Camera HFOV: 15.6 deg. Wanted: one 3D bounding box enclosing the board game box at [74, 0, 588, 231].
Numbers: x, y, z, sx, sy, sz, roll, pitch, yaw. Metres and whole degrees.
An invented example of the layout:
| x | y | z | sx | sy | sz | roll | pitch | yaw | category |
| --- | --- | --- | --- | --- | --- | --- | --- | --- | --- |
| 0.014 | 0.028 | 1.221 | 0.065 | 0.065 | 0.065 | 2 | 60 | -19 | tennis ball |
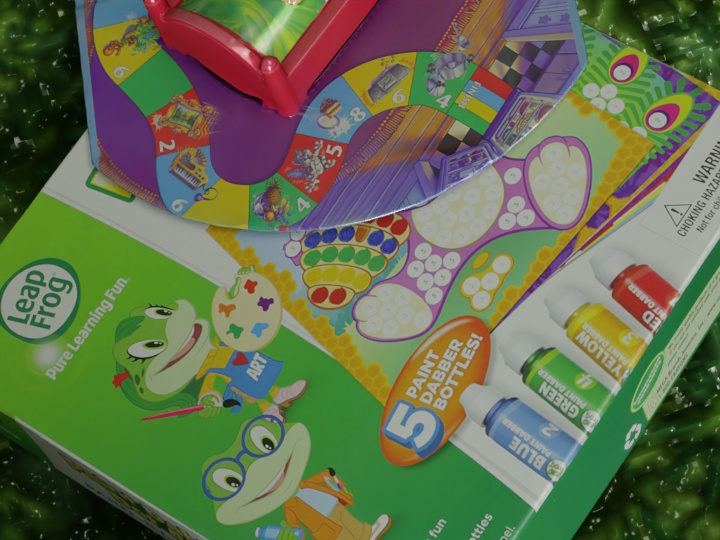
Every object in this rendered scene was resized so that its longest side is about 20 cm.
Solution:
| x | y | z | sx | sy | sz | roll | pitch | yaw | category |
| --- | --- | --- | --- | --- | --- | --- | --- | --- | --- |
| -0.020 | -0.110 | 0.809 | 0.157 | 0.039 | 0.201 | -13 | 61 | 8 | board game box |

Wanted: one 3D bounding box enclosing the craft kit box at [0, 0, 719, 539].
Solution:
| x | y | z | sx | sy | sz | roll | pitch | yaw | category |
| --- | --- | --- | --- | --- | --- | --- | --- | --- | --- |
| 0.000 | 0.000 | 0.799 | 0.197 | 0.049 | 0.201 | 28 | 74 | 27 | craft kit box |
